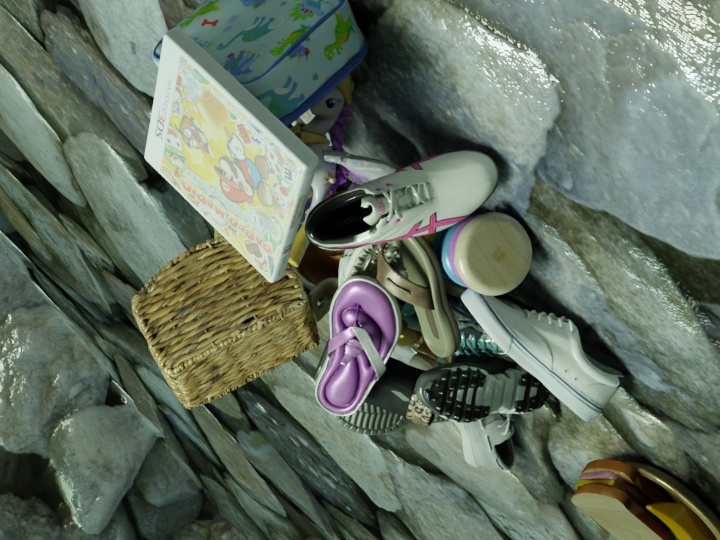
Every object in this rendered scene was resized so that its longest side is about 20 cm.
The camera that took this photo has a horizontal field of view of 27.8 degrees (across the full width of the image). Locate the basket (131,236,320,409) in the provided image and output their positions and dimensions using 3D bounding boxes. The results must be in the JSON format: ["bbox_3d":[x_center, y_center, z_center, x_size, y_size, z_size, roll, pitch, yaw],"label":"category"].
[{"bbox_3d":[-0.168,0.054,1.781,0.143,0.200,0.149,59,173,23],"label":"basket"}]

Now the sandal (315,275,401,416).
[{"bbox_3d":[-0.004,0.094,1.611,0.082,0.050,0.203,14,128,3],"label":"sandal"}]

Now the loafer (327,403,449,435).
[{"bbox_3d":[0.045,0.166,1.896,0.070,0.200,0.075,-129,45,-57],"label":"loafer"}]

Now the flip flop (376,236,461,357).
[{"bbox_3d":[0.050,0.014,1.539,0.081,0.058,0.200,42,155,57],"label":"flip flop"}]

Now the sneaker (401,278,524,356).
[{"bbox_3d":[0.131,0.072,1.653,0.200,0.086,0.078,29,155,38],"label":"sneaker"}]

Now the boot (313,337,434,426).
[{"bbox_3d":[0.027,0.133,1.760,0.150,0.073,0.200,20,174,6],"label":"boot"}]

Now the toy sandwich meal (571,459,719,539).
[{"bbox_3d":[0.343,0.300,1.698,0.205,0.070,0.205,39,159,18],"label":"toy sandwich meal"}]

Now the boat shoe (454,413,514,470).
[{"bbox_3d":[0.165,0.199,1.870,0.068,0.072,0.200,12,141,20],"label":"boat shoe"}]

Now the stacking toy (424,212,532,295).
[{"bbox_3d":[0.103,-0.021,1.557,0.085,0.085,0.200,51,165,-15],"label":"stacking toy"}]

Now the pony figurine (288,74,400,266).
[{"bbox_3d":[-0.044,-0.110,1.549,0.166,0.200,0.193,28,169,28],"label":"pony figurine"}]

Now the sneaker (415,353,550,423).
[{"bbox_3d":[0.123,0.131,1.667,0.090,0.200,0.067,19,103,46],"label":"sneaker"}]

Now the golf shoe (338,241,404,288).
[{"bbox_3d":[0.000,0.000,1.655,0.200,0.078,0.097,102,147,-57],"label":"golf shoe"}]

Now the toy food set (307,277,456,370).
[{"bbox_3d":[0.030,0.081,1.821,0.200,0.060,0.144,23,167,9],"label":"toy food set"}]

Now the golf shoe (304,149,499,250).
[{"bbox_3d":[0.041,-0.062,1.430,0.092,0.200,0.073,-34,-77,-75],"label":"golf shoe"}]

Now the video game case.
[{"bbox_3d":[-0.130,-0.109,1.405,0.200,0.023,0.182,43,144,18],"label":"video game case"}]

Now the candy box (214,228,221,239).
[{"bbox_3d":[-0.124,-0.091,1.798,0.055,0.115,0.200,43,160,11],"label":"candy box"}]

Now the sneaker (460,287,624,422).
[{"bbox_3d":[0.196,0.074,1.551,0.200,0.071,0.073,40,-172,-11],"label":"sneaker"}]

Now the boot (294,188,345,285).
[{"bbox_3d":[-0.003,-0.015,1.794,0.155,0.077,0.200,31,149,25],"label":"boot"}]

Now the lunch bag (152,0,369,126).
[{"bbox_3d":[-0.104,-0.217,1.450,0.200,0.161,0.083,22,149,47],"label":"lunch bag"}]
